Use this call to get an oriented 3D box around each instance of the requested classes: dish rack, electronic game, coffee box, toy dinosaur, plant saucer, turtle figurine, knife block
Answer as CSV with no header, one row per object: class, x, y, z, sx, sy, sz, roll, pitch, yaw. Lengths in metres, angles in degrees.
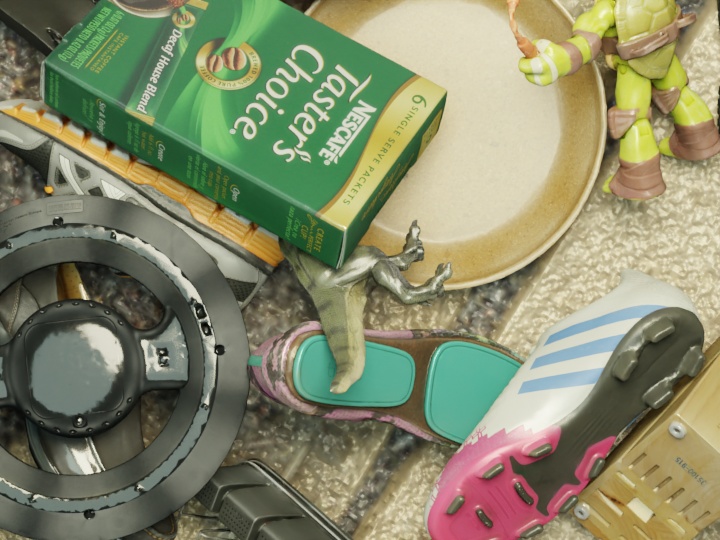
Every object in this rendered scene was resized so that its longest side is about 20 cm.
dish rack,-0.079,0.227,1.258,0.153,0.055,0.200,37,108,44
electronic game,-0.163,0.056,1.220,0.200,0.042,0.200,0,86,-3
coffee box,-0.064,-0.098,1.204,0.200,0.044,0.123,30,58,11
toy dinosaur,0.000,0.000,1.202,0.088,0.200,0.048,-6,132,-15
plant saucer,0.046,-0.089,1.263,0.200,0.035,0.201,0,94,8
turtle figurine,0.161,-0.133,1.203,0.064,0.200,0.161,1,122,38
knife block,0.224,0.073,1.247,0.064,0.176,0.200,43,142,4

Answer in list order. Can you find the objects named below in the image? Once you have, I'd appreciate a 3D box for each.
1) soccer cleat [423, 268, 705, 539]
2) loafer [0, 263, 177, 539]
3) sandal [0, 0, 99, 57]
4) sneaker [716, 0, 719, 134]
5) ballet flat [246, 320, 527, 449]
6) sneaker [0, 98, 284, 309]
soccer cleat,0.112,0.080,1.227,0.200,0.086,0.070,-42,121,5
loafer,-0.161,0.078,1.265,0.072,0.073,0.200,-37,78,16
sandal,-0.144,-0.135,1.265,0.200,0.045,0.075,36,57,6
sneaker,0.255,-0.141,1.225,0.088,0.077,0.200,-1,99,-6
ballet flat,0.023,0.064,1.247,0.200,0.071,0.069,11,89,-31
sneaker,-0.141,-0.038,1.272,0.200,0.078,0.077,31,105,5
